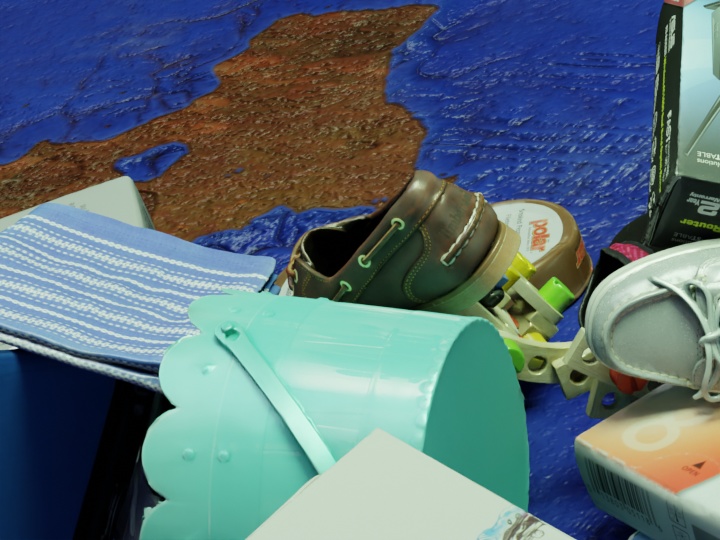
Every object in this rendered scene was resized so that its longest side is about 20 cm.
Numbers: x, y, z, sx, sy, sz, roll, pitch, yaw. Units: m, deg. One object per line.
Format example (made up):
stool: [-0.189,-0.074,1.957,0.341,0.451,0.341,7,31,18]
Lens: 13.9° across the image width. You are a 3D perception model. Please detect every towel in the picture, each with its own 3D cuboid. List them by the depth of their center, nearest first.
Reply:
towel: [-0.131,0.007,1.498,0.145,0.024,0.200,16,17,10]

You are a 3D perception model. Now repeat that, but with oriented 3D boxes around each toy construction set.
toy construction set: [0.080,0.029,1.572,0.092,0.131,0.200,-50,26,-6]

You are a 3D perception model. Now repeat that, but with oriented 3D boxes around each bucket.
bucket: [-0.007,0.109,1.425,0.135,0.207,0.207,1,32,21]

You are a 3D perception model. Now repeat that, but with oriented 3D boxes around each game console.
game console: [-0.183,0.110,1.509,0.118,0.200,0.171,11,18,-19]

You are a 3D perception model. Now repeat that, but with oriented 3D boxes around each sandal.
sandal: [0.149,0.022,1.619,0.045,0.075,0.200,24,28,-12]

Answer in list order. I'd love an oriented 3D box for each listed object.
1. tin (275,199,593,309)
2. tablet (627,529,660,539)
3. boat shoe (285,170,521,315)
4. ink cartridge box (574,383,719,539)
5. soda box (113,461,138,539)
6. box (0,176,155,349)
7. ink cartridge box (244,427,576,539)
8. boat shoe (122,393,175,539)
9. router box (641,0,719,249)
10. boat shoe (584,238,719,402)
tin: [0.039,0.008,1.769,0.200,0.042,0.112,-12,31,14]
tablet: [0.233,0.133,1.417,0.130,0.014,0.200,-30,29,-22]
boat shoe: [0.000,0.000,1.501,0.200,0.070,0.070,-33,28,50]
ink cartridge box: [0.231,0.077,1.459,0.200,0.050,0.162,-32,29,-20]
soda box: [-0.036,0.112,1.589,0.200,0.064,0.068,-25,28,-8]
box: [-0.206,0.053,1.772,0.200,0.105,0.184,-19,26,0]
ink cartridge box: [0.038,0.194,1.209,0.200,0.147,0.146,28,49,28]
boat shoe: [-0.090,0.122,1.498,0.070,0.072,0.201,2,65,3]
router box: [0.250,-0.069,1.524,0.200,0.062,0.150,10,52,-5]
boat shoe: [0.213,0.029,1.458,0.202,0.075,0.065,3,16,0]
